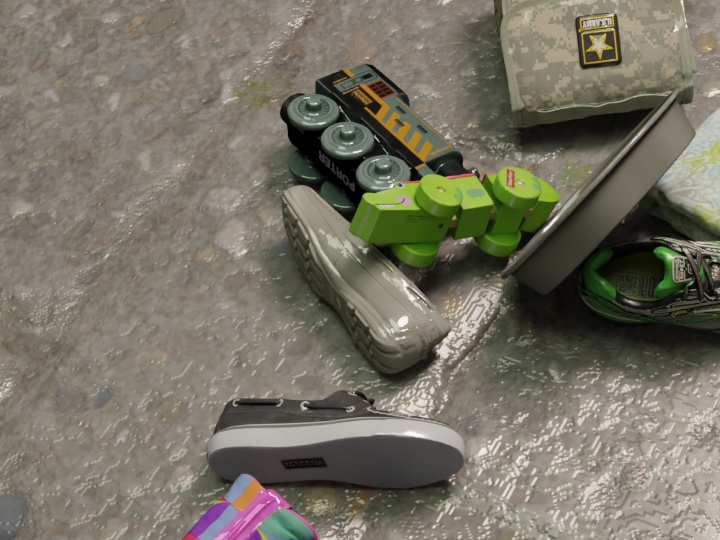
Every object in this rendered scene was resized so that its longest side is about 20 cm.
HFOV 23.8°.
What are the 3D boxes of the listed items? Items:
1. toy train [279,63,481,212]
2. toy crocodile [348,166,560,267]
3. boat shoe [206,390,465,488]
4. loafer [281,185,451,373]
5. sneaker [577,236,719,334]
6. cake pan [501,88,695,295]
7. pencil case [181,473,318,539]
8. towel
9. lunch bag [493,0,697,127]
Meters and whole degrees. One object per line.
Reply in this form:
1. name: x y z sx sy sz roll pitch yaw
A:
1. toy train: 0.016 -0.101 1.468 0.113 0.086 0.200 -26 48 -25
2. toy crocodile: 0.079 -0.051 1.376 0.198 0.068 0.062 -6 46 -29
3. boat shoe: -0.017 0.120 1.288 0.198 0.070 0.067 -5 49 17
4. loafer: 0.000 0.000 1.390 0.069 0.070 0.201 -25 56 -18
5. sneaker: 0.262 0.013 1.299 0.197 0.085 0.079 -3 81 13
6. cake pan: 0.189 -0.056 1.331 0.037 0.200 0.200 43 63 2
7. pencil case: -0.118 0.233 1.192 0.088 0.089 0.200 28 58 31
8. towel: 0.351 -0.069 1.393 0.171 0.048 0.199 -39 53 -23
9. lunch bag: 0.202 -0.219 1.513 0.162 0.118 0.202 -8 53 4
